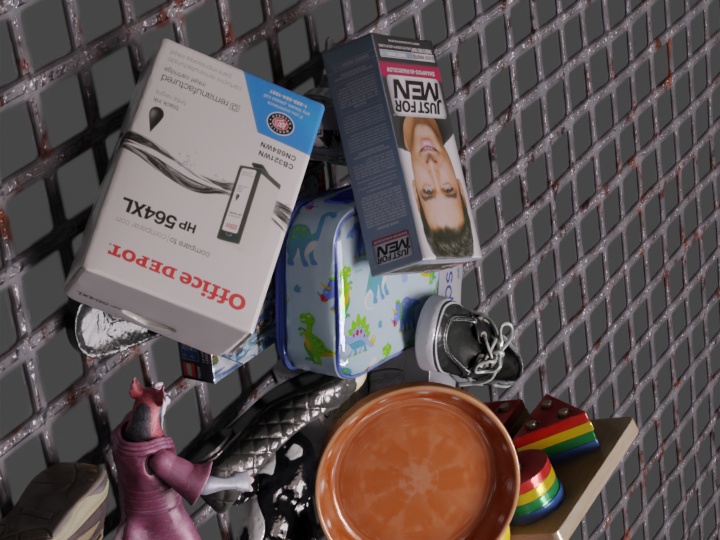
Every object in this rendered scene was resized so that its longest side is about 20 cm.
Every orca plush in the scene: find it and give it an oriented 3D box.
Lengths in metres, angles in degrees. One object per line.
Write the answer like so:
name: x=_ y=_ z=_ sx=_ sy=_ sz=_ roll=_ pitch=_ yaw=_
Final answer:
orca plush: x=-0.076 y=0.241 z=1.662 sx=0.201 sy=0.070 sz=0.106 roll=-59 pitch=142 yaw=-33

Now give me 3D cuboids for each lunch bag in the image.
lunch bag: x=0.000 y=0.000 z=1.649 sx=0.199 sy=0.082 sz=0.163 roll=-24 pitch=118 yaw=-57

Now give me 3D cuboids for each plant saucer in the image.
plant saucer: x=0.052 y=0.201 z=1.736 sx=0.032 sy=0.198 sz=0.203 roll=-117 pitch=-157 yaw=-72

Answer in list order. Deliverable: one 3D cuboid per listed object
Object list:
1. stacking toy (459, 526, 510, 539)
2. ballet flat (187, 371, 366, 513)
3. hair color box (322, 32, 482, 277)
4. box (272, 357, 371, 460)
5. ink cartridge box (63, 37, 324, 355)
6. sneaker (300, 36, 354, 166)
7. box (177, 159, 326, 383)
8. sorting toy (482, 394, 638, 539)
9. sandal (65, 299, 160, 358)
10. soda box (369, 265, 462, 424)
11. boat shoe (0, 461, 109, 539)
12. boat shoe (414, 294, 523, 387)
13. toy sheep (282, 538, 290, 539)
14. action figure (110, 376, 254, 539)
stacking toy: x=0.105 y=0.272 z=1.820 sx=0.146 sy=0.145 sz=0.202 roll=22 pitch=93 yaw=-58
ballet flat: x=-0.071 y=0.141 z=1.626 sx=0.199 sy=0.066 sz=0.057 roll=-34 pitch=107 yaw=-26
hair color box: x=0.037 y=-0.100 z=1.593 sx=0.099 sy=0.060 sz=0.202 roll=-3 pitch=79 yaw=-55
box: x=-0.010 y=0.117 z=1.779 sx=0.145 sy=0.036 sz=0.201 roll=-57 pitch=142 yaw=-36
ink cartridge box: x=-0.128 y=-0.055 z=1.424 sx=0.145 sy=0.084 sz=0.202 roll=21 pitch=69 yaw=-13
sneaker: x=-0.026 y=-0.159 z=1.659 sx=0.199 sy=0.074 sz=0.116 roll=9 pitch=87 yaw=-63
box: x=-0.093 y=-0.003 z=1.611 sx=0.200 sy=0.040 sz=0.138 roll=-33 pitch=125 yaw=-52
sorting toy: x=0.164 y=0.207 z=1.943 sx=0.200 sy=0.197 sz=0.070 roll=-47 pitch=118 yaw=-44
sandal: x=-0.144 y=0.023 z=1.475 sx=0.199 sy=0.048 sz=0.076 roll=-26 pitch=119 yaw=-34
soda box: x=0.055 y=0.045 z=1.774 sx=0.063 sy=0.068 sz=0.203 roll=-3 pitch=97 yaw=-62
boat shoe: x=-0.250 y=0.225 z=1.372 sx=0.200 sy=0.074 sz=0.074 roll=-42 pitch=131 yaw=-45
boat shoe: x=0.107 y=0.076 z=1.721 sx=0.199 sy=0.067 sz=0.074 roll=45 pitch=57 yaw=-63
toy sheep: x=-0.062 y=0.321 z=1.579 sx=0.201 sy=0.137 sz=0.139 roll=55 pitch=51 yaw=-41
action figure: x=-0.176 y=0.177 z=1.471 sx=0.148 sy=0.133 sz=0.202 roll=-25 pitch=122 yaw=-33
